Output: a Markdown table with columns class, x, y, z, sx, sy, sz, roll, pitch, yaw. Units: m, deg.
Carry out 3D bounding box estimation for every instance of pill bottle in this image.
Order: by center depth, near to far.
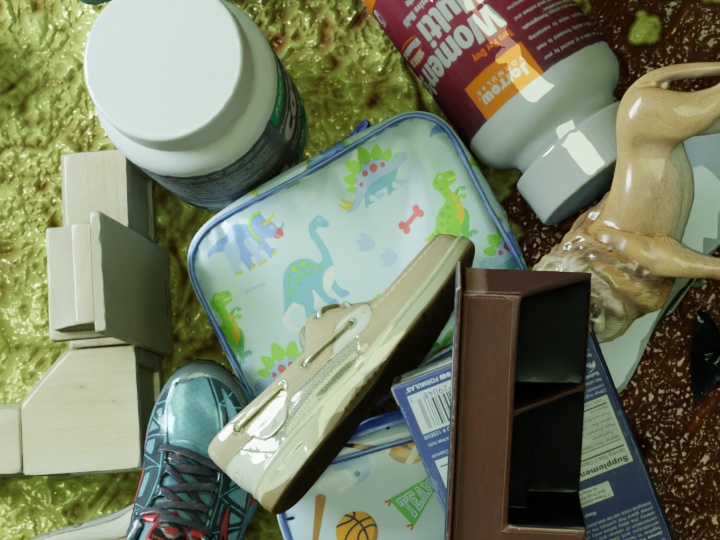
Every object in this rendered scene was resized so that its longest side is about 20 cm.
| class | x | y | z | sx | sy | sz | roll | pitch | yaw |
| --- | --- | --- | --- | --- | --- | --- | --- | --- | --- |
| pill bottle | -0.100 | -0.106 | 1.113 | 0.112 | 0.200 | 0.114 | -1 | 83 | 6 |
| pill bottle | 0.094 | -0.135 | 1.139 | 0.109 | 0.110 | 0.201 | -36 | 80 | 1 |

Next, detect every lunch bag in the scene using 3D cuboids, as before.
| class | x | y | z | sx | sy | sz | roll | pitch | yaw |
| --- | --- | --- | --- | --- | --- | --- | --- | --- | --- |
| lunch bag | 0.052 | 0.153 | 1.107 | 0.199 | 0.076 | 0.161 | -16 | 99 | 3 |
| lunch bag | 0.000 | 0.000 | 1.146 | 0.199 | 0.082 | 0.161 | -29 | 83 | 3 |

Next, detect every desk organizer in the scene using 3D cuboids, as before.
| class | x | y | z | sx | sy | sz | roll | pitch | yaw |
| --- | --- | --- | --- | --- | --- | --- | --- | --- | --- |
| desk organizer | 0.086 | 0.101 | 0.991 | 0.076 | 0.072 | 0.202 | 2 | 101 | 3 |

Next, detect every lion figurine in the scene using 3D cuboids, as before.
| class | x | y | z | sx | sy | sz | roll | pitch | yaw |
| --- | --- | --- | --- | --- | --- | --- | --- | --- | --- |
| lion figurine | 0.173 | -0.048 | 1.055 | 0.122 | 0.072 | 0.202 | 14 | 99 | 14 |

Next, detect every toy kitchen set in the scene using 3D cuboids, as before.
| class | x | y | z | sx | sy | sz | roll | pitch | yaw |
| --- | --- | --- | --- | --- | --- | --- | --- | --- | --- |
| toy kitchen set | -0.224 | 0.028 | 1.129 | 0.179 | 0.163 | 0.202 | -4 | 82 | 6 |

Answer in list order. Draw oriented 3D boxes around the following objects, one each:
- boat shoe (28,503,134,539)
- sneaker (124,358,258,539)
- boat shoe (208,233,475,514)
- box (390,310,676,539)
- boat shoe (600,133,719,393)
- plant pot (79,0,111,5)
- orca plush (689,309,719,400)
| class | x | y | z | sx | sy | sz | roll | pitch | yaw |
| --- | --- | --- | --- | --- | --- | --- | --- | --- | --- |
| boat shoe | -0.167 | 0.195 | 1.147 | 0.199 | 0.076 | 0.072 | -21 | 83 | 5 |
| sneaker | -0.101 | 0.154 | 1.070 | 0.079 | 0.096 | 0.202 | 6 | 87 | 2 |
| boat shoe | -0.009 | 0.048 | 1.060 | 0.065 | 0.072 | 0.200 | 37 | 81 | 17 |
| box | 0.110 | 0.134 | 1.046 | 0.120 | 0.032 | 0.201 | -21 | 97 | 9 |
| boat shoe | 0.183 | -0.005 | 1.133 | 0.073 | 0.068 | 0.200 | 25 | 93 | 5 |
| plant pot | -0.111 | -0.271 | 1.150 | 0.195 | 0.200 | 0.202 | -16 | 81 | 13 |
| orca plush | 0.306 | 0.051 | 1.108 | 0.199 | 0.071 | 0.106 | 13 | 84 | 9 |
